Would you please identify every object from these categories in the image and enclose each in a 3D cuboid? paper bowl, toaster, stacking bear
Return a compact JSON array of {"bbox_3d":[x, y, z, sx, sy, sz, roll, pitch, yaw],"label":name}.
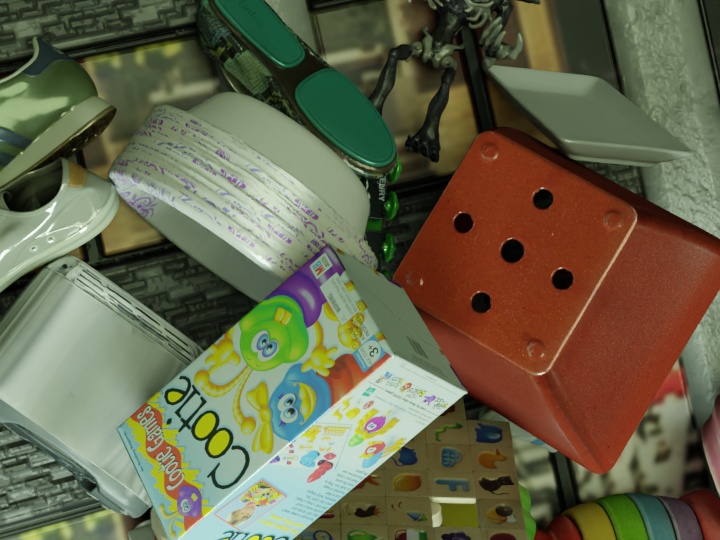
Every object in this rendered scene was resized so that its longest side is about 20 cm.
[{"bbox_3d":[-0.074,-0.050,1.363,0.200,0.201,0.105,38,79,-12],"label":"paper bowl"},{"bbox_3d":[-0.203,0.078,1.371,0.200,0.114,0.130,37,76,-11],"label":"toaster"},{"bbox_3d":[0.185,0.234,1.484,0.199,0.122,0.114,-3,57,-14],"label":"stacking bear"}]

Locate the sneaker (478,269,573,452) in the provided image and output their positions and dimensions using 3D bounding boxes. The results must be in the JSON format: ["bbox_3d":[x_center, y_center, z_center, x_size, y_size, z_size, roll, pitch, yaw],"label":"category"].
[{"bbox_3d":[0.138,0.039,1.494,0.086,0.075,0.201,11,86,-10],"label":"sneaker"}]

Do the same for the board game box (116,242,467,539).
[{"bbox_3d":[-0.048,0.095,1.278,0.200,0.105,0.103,-41,56,13],"label":"board game box"}]

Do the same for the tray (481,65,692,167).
[{"bbox_3d":[0.167,-0.117,1.447,0.107,0.200,0.022,4,111,-16],"label":"tray"}]

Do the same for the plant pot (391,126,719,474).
[{"bbox_3d":[0.131,0.006,1.383,0.199,0.176,0.200,31,88,22],"label":"plant pot"}]

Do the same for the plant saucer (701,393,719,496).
[{"bbox_3d":[0.325,0.182,1.498,0.051,0.201,0.201,-26,97,15],"label":"plant saucer"}]

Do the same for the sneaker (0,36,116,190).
[{"bbox_3d":[-0.282,-0.093,1.378,0.200,0.067,0.090,-36,86,-11],"label":"sneaker"}]

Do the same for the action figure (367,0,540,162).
[{"bbox_3d":[0.069,-0.188,1.461,0.118,0.102,0.201,24,84,-3],"label":"action figure"}]

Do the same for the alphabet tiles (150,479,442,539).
[{"bbox_3d":[-0.047,0.179,1.378,0.199,0.196,0.015,-13,119,-17],"label":"alphabet tiles"}]

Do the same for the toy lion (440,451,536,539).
[{"bbox_3d":[0.073,0.230,1.406,0.069,0.199,0.192,39,73,-39],"label":"toy lion"}]

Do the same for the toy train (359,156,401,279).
[{"bbox_3d":[0.000,0.000,1.460,0.041,0.056,0.201,5,88,-22],"label":"toy train"}]

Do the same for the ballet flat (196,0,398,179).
[{"bbox_3d":[-0.050,-0.132,1.420,0.074,0.074,0.200,-37,76,-14],"label":"ballet flat"}]

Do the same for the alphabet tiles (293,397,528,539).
[{"bbox_3d":[0.033,0.149,1.398,0.166,0.200,0.008,2,120,-3],"label":"alphabet tiles"}]

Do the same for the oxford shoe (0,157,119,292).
[{"bbox_3d":[-0.267,-0.019,1.350,0.199,0.075,0.058,-31,127,9],"label":"oxford shoe"}]

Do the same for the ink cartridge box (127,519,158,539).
[{"bbox_3d":[-0.068,0.248,1.356,0.144,0.200,0.084,-14,120,-17],"label":"ink cartridge box"}]
